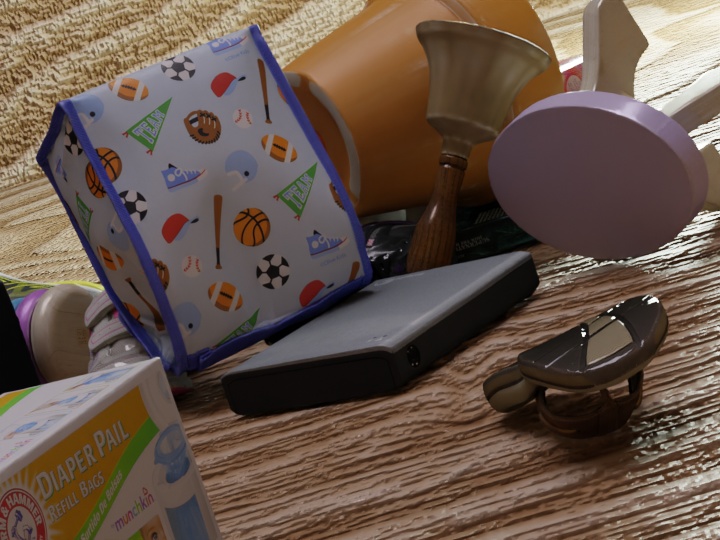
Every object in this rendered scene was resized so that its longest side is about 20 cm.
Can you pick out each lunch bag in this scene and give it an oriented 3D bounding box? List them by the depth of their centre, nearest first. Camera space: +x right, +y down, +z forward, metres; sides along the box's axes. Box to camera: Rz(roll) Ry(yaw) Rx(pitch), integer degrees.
[{"bbox_3d":[-0.107,-0.041,1.565,0.170,0.200,0.124,-26,-12,-24],"label":"lunch bag"}]

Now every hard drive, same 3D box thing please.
[{"bbox_3d":[0.017,0.041,1.505,0.139,0.033,0.200,-12,11,34],"label":"hard drive"}]

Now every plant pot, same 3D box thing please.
[{"bbox_3d":[0.029,-0.129,1.768,0.183,0.201,0.200,-25,12,-32],"label":"plant pot"}]

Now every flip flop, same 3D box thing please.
[{"bbox_3d":[0.116,0.060,1.171,0.081,0.058,0.200,-25,-4,-15],"label":"flip flop"}]

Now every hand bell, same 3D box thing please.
[{"bbox_3d":[0.065,-0.072,1.636,0.104,0.201,0.104,15,-7,2],"label":"hand bell"}]

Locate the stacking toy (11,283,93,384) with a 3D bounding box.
[{"bbox_3d":[-0.300,0.064,1.774,0.199,0.086,0.085,-8,13,31],"label":"stacking toy"}]

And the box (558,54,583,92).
[{"bbox_3d":[0.141,-0.125,2.025,0.200,0.103,0.095,-11,11,41],"label":"box"}]

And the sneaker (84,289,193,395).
[{"bbox_3d":[-0.168,0.050,1.629,0.081,0.089,0.200,-17,10,3],"label":"sneaker"}]

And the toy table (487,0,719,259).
[{"bbox_3d":[0.192,-0.092,1.577,0.200,0.184,0.117,2,38,50],"label":"toy table"}]

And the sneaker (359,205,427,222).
[{"bbox_3d":[0.013,-0.047,1.894,0.089,0.075,0.200,-53,-6,31],"label":"sneaker"}]

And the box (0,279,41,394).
[{"bbox_3d":[-0.372,0.100,1.643,0.196,0.118,0.200,-26,11,-41],"label":"box"}]

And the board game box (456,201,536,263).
[{"bbox_3d":[0.133,-0.052,1.831,0.135,0.028,0.200,-17,9,13],"label":"board game box"}]

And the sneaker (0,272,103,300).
[{"bbox_3d":[-0.299,0.035,1.870,0.199,0.075,0.085,-1,6,-6],"label":"sneaker"}]

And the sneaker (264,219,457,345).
[{"bbox_3d":[0.000,0.000,1.662,0.087,0.076,0.200,-5,15,35],"label":"sneaker"}]

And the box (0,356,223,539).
[{"bbox_3d":[-0.165,0.132,1.085,0.101,0.113,0.200,-14,12,26],"label":"box"}]
